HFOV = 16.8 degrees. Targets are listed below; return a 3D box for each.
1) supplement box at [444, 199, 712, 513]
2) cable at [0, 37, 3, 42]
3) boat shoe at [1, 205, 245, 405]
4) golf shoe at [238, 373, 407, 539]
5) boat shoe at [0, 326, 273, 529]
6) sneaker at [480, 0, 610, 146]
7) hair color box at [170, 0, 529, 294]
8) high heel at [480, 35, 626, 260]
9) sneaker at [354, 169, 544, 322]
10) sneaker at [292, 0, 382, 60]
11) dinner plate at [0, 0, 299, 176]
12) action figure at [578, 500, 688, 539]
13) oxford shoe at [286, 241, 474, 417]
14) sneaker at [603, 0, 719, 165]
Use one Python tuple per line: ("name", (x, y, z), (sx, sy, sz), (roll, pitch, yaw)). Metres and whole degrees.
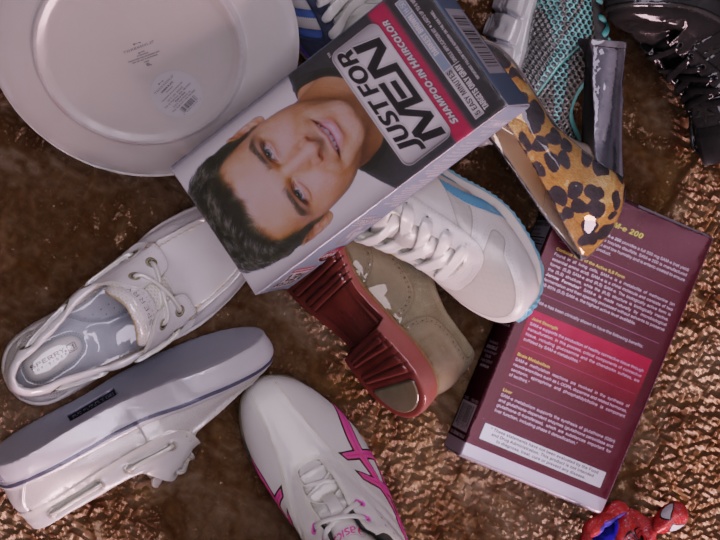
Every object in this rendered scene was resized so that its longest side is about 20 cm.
("supplement box", (0.145, 0.049, 1.637), (0.109, 0.061, 0.200), (23, 89, -9))
("cable", (-0.178, -0.201, 1.545), (0.200, 0.069, 0.200), (15, 122, -6))
("boat shoe", (-0.144, 0.025, 1.589), (0.200, 0.069, 0.071), (-37, 96, -4))
("golf shoe", (-0.012, 0.154, 1.603), (0.073, 0.092, 0.200), (-33, 94, -6))
("boat shoe", (-0.141, 0.107, 1.599), (0.200, 0.071, 0.070), (-28, 110, -6))
("sneaker", (0.134, -0.167, 1.629), (0.091, 0.078, 0.200), (18, 98, -12))
("hair color box", (-0.007, -0.082, 1.506), (0.200, 0.061, 0.099), (-37, 83, 17))
("high heel", (0.073, -0.079, 1.560), (0.200, 0.071, 0.143), (1, 95, -6))
("sneaker", (0.032, -0.035, 1.580), (0.200, 0.077, 0.081), (43, 40, 5))
("sneaker", (-0.017, -0.193, 1.564), (0.081, 0.146, 0.200), (-33, 94, -6))
("dinner plate", (-0.138, -0.141, 1.526), (0.200, 0.024, 0.200), (2, 124, 3))
("action figure", (0.141, 0.213, 1.625), (0.200, 0.099, 0.065), (-32, 97, -9))
("oxford shoe", (0.000, 0.000, 1.625), (0.075, 0.070, 0.200), (-33, 91, -38))
("sneaker", (0.240, -0.119, 1.627), (0.200, 0.060, 0.104), (14, 79, -33))
